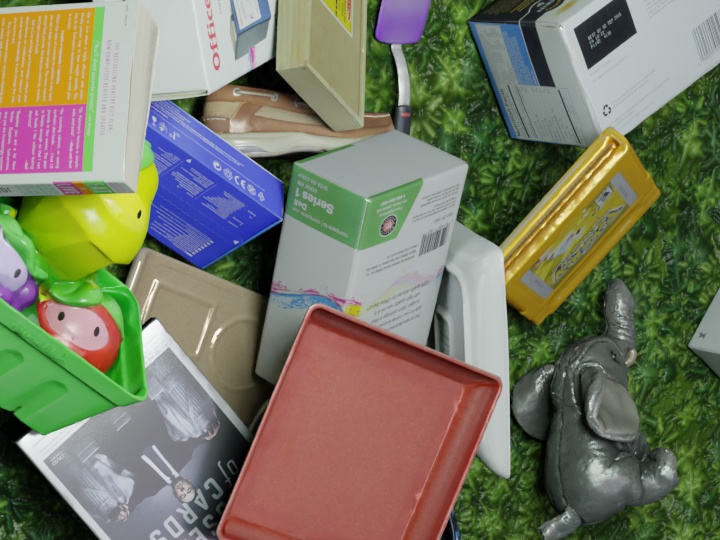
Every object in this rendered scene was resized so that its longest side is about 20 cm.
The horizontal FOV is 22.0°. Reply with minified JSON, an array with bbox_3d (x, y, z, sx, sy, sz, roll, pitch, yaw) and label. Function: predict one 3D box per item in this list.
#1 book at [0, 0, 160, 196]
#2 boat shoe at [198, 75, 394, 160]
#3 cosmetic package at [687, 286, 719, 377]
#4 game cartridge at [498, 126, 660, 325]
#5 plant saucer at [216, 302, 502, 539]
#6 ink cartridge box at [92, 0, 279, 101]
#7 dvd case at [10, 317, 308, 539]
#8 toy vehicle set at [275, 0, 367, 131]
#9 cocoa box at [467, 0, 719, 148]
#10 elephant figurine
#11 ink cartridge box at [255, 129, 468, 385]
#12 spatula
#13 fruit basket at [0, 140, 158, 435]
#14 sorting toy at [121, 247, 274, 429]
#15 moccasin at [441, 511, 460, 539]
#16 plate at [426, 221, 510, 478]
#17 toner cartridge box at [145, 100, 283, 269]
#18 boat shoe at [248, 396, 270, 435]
[{"bbox_3d":[-0.250,-0.118,1.312,0.048,0.200,0.134,53,40,-67],"label":"book"},{"bbox_3d":[-0.050,-0.130,1.553,0.200,0.076,0.072,-6,90,-44],"label":"boat shoe"},{"bbox_3d":[0.482,0.058,1.955,0.200,0.123,0.200,41,72,-33],"label":"cosmetic package"},{"bbox_3d":[0.195,-0.034,1.686,0.176,0.032,0.200,-48,159,4],"label":"game cartridge"},{"bbox_3d":[-0.004,0.145,1.489,0.200,0.037,0.200,23,89,-30],"label":"plant saucer"},{"bbox_3d":[-0.124,-0.221,1.417,0.200,0.087,0.146,-40,124,-62],"label":"ink cartridge box"},{"bbox_3d":[-0.156,0.161,1.466,0.150,0.025,0.200,-43,102,-19],"label":"dvd case"},{"bbox_3d":[-0.029,-0.228,1.505,0.124,0.026,0.200,43,44,-61],"label":"toy vehicle set"},{"bbox_3d":[0.224,-0.219,1.709,0.200,0.131,0.134,-37,118,-27],"label":"cocoa box"},{"bbox_3d":[0.217,0.130,1.778,0.141,0.155,0.200,-16,98,10],"label":"elephant figurine"},{"bbox_3d":[0.000,0.000,1.545,0.145,0.084,0.200,-22,132,-50],"label":"ink cartridge box"},{"bbox_3d":[0.035,-0.162,1.644,0.056,0.021,0.200,-3,99,-38],"label":"spatula"},{"bbox_3d":[-0.224,-0.006,1.372,0.215,0.156,0.216,-5,128,-7],"label":"fruit basket"},{"bbox_3d":[-0.146,0.095,1.542,0.200,0.036,0.185,25,82,-42],"label":"sorting toy"},{"bbox_3d":[0.057,0.191,1.676,0.080,0.068,0.200,-30,114,-12],"label":"moccasin"},{"bbox_3d":[0.086,0.062,1.618,0.032,0.200,0.200,-6,103,-13],"label":"plate"},{"bbox_3d":[-0.162,-0.082,1.458,0.200,0.095,0.043,36,40,-36],"label":"toner cartridge box"},{"bbox_3d":[-0.074,0.165,1.553,0.200,0.062,0.075,-47,124,-25],"label":"boat shoe"}]
